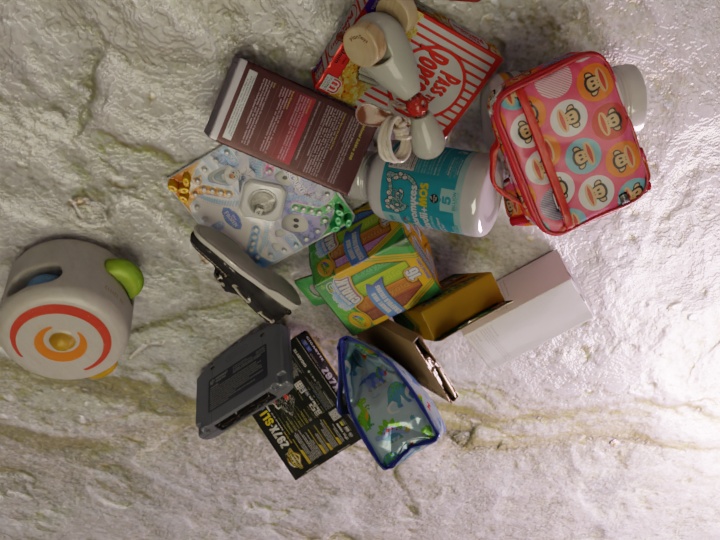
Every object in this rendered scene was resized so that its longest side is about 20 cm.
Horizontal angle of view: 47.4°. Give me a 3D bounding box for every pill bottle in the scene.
[{"bbox_3d":[0.268,-0.215,1.094,0.199,0.117,0.117,-8,131,-3],"label":"pill bottle"},{"bbox_3d":[0.085,-0.115,1.111,0.199,0.111,0.111,12,137,25],"label":"pill bottle"}]

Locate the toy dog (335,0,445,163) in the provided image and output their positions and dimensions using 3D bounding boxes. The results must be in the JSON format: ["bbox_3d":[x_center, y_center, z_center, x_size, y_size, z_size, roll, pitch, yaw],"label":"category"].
[{"bbox_3d":[0.028,-0.227,0.988,0.131,0.096,0.201,-21,108,-42],"label":"toy dog"}]

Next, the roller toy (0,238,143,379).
[{"bbox_3d":[-0.425,0.063,1.190,0.181,0.140,0.201,16,126,-22],"label":"roller toy"}]

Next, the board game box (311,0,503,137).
[{"bbox_3d":[0.060,-0.264,1.060,0.199,0.046,0.152,21,124,-25],"label":"board game box"}]

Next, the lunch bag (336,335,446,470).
[{"bbox_3d":[0.032,0.191,1.248,0.127,0.201,0.170,-30,169,2],"label":"lunch bag"}]

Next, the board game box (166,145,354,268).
[{"bbox_3d":[-0.139,-0.096,1.165,0.199,0.026,0.200,-27,122,13],"label":"board game box"}]

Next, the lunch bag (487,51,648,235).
[{"bbox_3d":[0.240,-0.151,1.004,0.175,0.082,0.201,-24,105,5],"label":"lunch bag"}]

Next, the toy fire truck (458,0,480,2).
[{"bbox_3d":[0.089,-0.407,0.918,0.167,0.112,0.201,10,131,13],"label":"toy fire truck"}]

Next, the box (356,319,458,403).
[{"bbox_3d":[0.053,0.121,1.301,0.021,0.200,0.164,-47,131,-16],"label":"box"}]

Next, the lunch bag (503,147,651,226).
[{"bbox_3d":[0.302,-0.122,1.157,0.199,0.176,0.082,-14,94,18],"label":"lunch bag"}]

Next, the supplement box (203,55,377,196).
[{"bbox_3d":[-0.088,-0.186,1.061,0.199,0.061,0.109,22,99,-21],"label":"supplement box"}]

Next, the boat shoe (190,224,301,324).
[{"bbox_3d":[-0.173,0.009,1.177,0.060,0.074,0.200,-41,127,15],"label":"boat shoe"}]

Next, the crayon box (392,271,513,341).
[{"bbox_3d":[0.131,0.053,1.232,0.126,0.200,0.051,-28,96,-14],"label":"crayon box"}]

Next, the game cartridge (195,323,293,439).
[{"bbox_3d":[-0.188,0.175,1.330,0.199,0.134,0.041,-33,128,24],"label":"game cartridge"}]

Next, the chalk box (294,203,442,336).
[{"bbox_3d":[0.000,0.000,1.223,0.199,0.124,0.125,-28,128,14],"label":"chalk box"}]

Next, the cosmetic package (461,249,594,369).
[{"bbox_3d":[0.270,0.067,1.359,0.199,0.081,0.113,-29,129,13],"label":"cosmetic package"}]

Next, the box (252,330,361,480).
[{"bbox_3d":[-0.099,0.225,1.368,0.159,0.049,0.201,-37,86,25],"label":"box"}]
